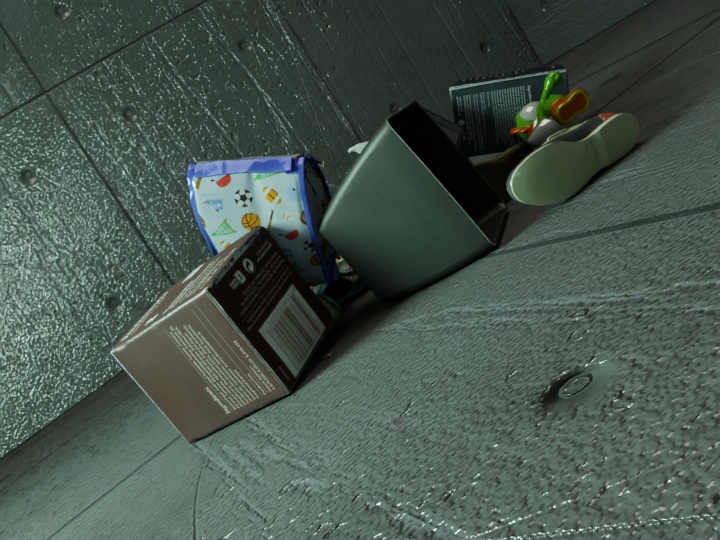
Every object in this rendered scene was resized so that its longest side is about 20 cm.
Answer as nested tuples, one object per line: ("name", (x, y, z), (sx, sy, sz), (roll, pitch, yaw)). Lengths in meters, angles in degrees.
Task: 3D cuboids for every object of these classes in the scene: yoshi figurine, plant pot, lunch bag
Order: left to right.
("lunch bag", (-0.127, -0.082, 1.117), (0.166, 0.201, 0.126), (-2, 56, 13))
("plant pot", (0.060, -0.080, 1.093), (0.177, 0.200, 0.200), (-41, 4, 24))
("yoshi figurine", (0.302, -0.232, 1.232), (0.200, 0.110, 0.115), (-139, 64, -74))

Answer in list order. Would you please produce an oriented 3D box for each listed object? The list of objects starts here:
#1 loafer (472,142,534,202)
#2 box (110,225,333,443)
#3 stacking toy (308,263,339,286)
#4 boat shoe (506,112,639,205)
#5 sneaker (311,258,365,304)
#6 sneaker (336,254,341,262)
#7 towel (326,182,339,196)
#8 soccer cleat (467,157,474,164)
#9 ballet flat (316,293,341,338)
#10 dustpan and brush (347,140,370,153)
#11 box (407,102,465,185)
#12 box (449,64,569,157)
("loafer", (0.196, -0.132, 1.256), (0.198, 0.077, 0.067), (-27, 2, -35))
("box", (-0.175, 0.083, 1.063), (0.198, 0.165, 0.167), (-29, 17, 32))
("stacking toy", (-0.141, 0.004, 1.239), (0.198, 0.111, 0.116), (-30, 9, -25))
("boat shoe", (0.252, -0.138, 1.006), (0.198, 0.072, 0.062), (-31, 21, -19))
("sneaker", (0.000, 0.000, 1.320), (0.199, 0.078, 0.091), (-40, 17, 10))
("sneaker", (-0.043, -0.002, 1.537), (0.088, 0.071, 0.200), (-18, 7, -2))
("towel", (-0.085, -0.093, 1.513), (0.148, 0.024, 0.200), (-58, -12, 8))
("soccer cleat", (0.150, -0.118, 1.341), (0.068, 0.074, 0.200), (-27, 10, 42))
("ballet flat", (-0.084, 0.072, 1.213), (0.066, 0.070, 0.200), (-53, 8, -13))
("dustpan and brush", (0.075, -0.239, 1.547), (0.197, 0.058, 0.140), (-23, 2, -5))
("box", (0.080, -0.149, 1.286), (0.201, 0.105, 0.150), (-64, -1, -58))
("box", (0.265, -0.282, 1.439), (0.192, 0.127, 0.200), (-8, 14, 14))
